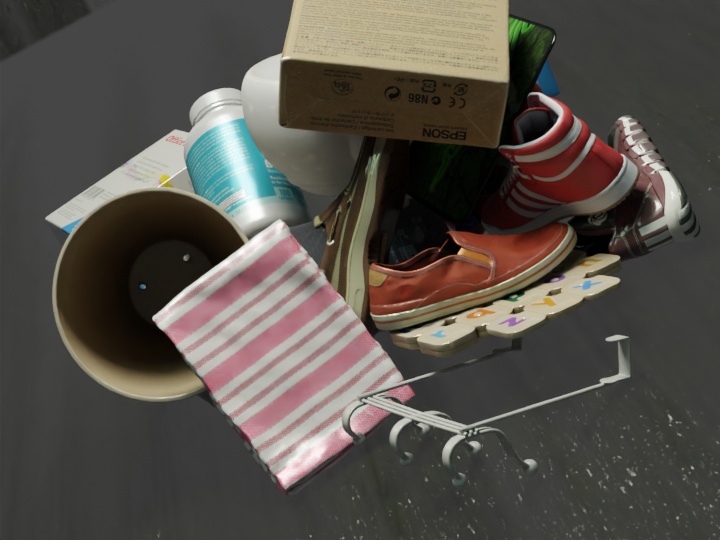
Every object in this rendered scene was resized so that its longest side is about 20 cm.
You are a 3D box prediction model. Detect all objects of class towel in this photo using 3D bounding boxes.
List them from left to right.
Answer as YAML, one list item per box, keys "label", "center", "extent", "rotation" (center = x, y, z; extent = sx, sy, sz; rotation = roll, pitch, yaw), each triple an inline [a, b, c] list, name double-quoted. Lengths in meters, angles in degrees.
- label: "towel"
  center: [-0.066, 0.073, 1.207]
  extent: [0.146, 0.201, 0.030]
  rotation: [-37, -7, -7]

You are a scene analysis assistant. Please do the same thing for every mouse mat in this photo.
- label: "mouse mat"
  center: [0.105, -0.153, 1.345]
  extent: [0.202, 0.007, 0.161]
  rotation: [-63, 30, 6]

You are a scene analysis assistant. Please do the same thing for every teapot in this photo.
- label: "teapot"
  center: [-0.024, -0.140, 1.399]
  extent: [0.195, 0.148, 0.200]
  rotation: [0, 23, 21]

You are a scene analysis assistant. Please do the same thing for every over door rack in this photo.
- label: "over door rack"
  center: [0.105, 0.107, 1.122]
  extent: [0.199, 0.067, 0.147]
  rotation: [-26, 22, -30]

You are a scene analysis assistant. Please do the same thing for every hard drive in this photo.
- label: "hard drive"
  center: [-0.003, 0.004, 1.338]
  extent: [0.197, 0.043, 0.136]
  rotation: [-15, 50, -13]

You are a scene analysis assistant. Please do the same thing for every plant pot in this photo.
- label: "plant pot"
  center: [-0.184, 0.017, 1.331]
  extent: [0.186, 0.189, 0.200]
  rotation: [-29, 4, -2]

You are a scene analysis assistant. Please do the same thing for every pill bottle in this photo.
- label: "pill bottle"
  center: [-0.125, -0.098, 1.504]
  extent: [0.110, 0.111, 0.202]
  rotation: [-25, 61, 6]

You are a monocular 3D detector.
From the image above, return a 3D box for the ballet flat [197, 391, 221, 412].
- label: "ballet flat"
  center: [-0.093, 0.111, 1.303]
  extent: [0.198, 0.067, 0.065]
  rotation: [-19, 61, 39]

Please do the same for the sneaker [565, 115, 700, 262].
- label: "sneaker"
  center: [0.231, -0.070, 1.303]
  extent: [0.114, 0.076, 0.201]
  rotation: [-28, 26, 8]

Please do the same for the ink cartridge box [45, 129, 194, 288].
- label: "ink cartridge box"
  center: [-0.233, -0.047, 1.640]
  extent: [0.199, 0.146, 0.147]
  rotation: [-37, 26, -17]

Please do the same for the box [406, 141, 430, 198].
- label: "box"
  center: [0.068, -0.166, 1.465]
  extent: [0.117, 0.048, 0.203]
  rotation: [-2, 68, 59]

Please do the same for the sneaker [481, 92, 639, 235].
- label: "sneaker"
  center: [0.150, -0.094, 1.274]
  extent: [0.199, 0.112, 0.072]
  rotation: [-18, 37, 56]

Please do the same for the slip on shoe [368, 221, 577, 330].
- label: "slip on shoe"
  center: [0.097, -0.007, 1.222]
  extent: [0.198, 0.062, 0.074]
  rotation: [-19, 12, -10]

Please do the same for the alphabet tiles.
- label: "alphabet tiles"
  center: [0.127, 0.026, 1.213]
  extent: [0.198, 0.015, 0.195]
  rotation: [-25, 16, -24]

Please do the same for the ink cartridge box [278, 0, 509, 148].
- label: "ink cartridge box"
  center: [0.032, -0.193, 1.255]
  extent: [0.197, 0.076, 0.166]
  rotation: [6, 39, 2]

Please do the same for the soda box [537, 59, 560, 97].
- label: "soda box"
  center: [0.128, -0.189, 1.635]
  extent: [0.199, 0.065, 0.068]
  rotation: [-33, 26, -9]

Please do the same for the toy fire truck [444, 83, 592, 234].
- label: "toy fire truck"
  center: [0.138, -0.109, 1.453]
  extent: [0.169, 0.112, 0.200]
  rotation: [-55, 27, -1]

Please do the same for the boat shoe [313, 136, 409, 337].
- label: "boat shoe"
  center: [-0.008, -0.045, 1.260]
  extent: [0.074, 0.075, 0.205]
  rotation: [8, 82, 19]
